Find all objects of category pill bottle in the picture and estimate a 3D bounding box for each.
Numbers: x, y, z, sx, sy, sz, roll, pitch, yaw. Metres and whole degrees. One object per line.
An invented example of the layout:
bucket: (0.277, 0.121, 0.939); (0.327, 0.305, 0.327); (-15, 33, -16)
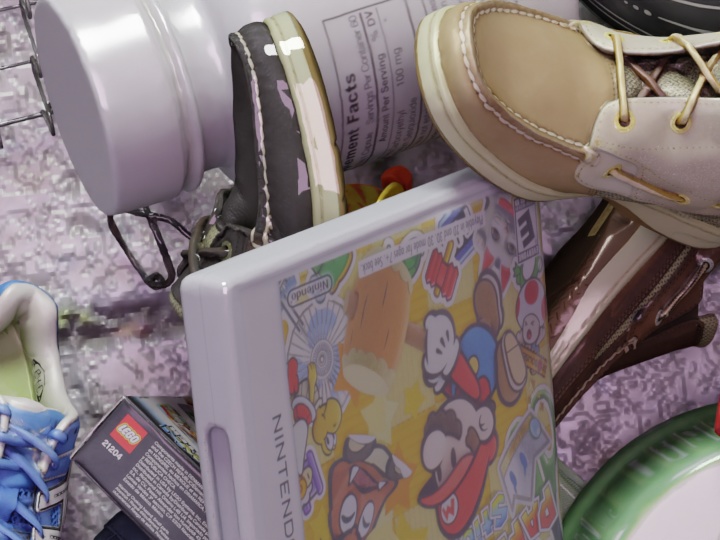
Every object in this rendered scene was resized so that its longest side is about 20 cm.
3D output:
pill bottle: (-0.023, -0.095, 0.804); (0.199, 0.114, 0.115); (-20, 88, -18)

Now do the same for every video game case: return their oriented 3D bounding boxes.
video game case: (0.014, 0.068, 0.707); (0.023, 0.200, 0.184); (3, 105, 33)

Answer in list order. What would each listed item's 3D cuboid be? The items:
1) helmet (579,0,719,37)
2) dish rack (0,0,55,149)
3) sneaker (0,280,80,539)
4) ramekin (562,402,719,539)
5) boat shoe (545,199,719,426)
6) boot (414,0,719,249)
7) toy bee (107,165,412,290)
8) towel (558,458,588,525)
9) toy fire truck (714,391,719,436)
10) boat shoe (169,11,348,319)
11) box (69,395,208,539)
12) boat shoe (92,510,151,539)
helmet: (0.163, -0.173, 0.812); (0.198, 0.200, 0.192); (-16, 96, -1)
dish rack: (-0.174, -0.110, 0.834); (0.198, 0.055, 0.155); (-14, 121, -12)
sneaker: (-0.155, 0.090, 0.803); (0.075, 0.077, 0.201); (16, 46, -28)
ramekin: (0.172, 0.153, 0.815); (0.198, 0.098, 0.202); (0, 87, 3)
boat shoe: (0.122, 0.012, 0.863); (0.075, 0.075, 0.203); (36, 89, -8)
boot: (0.132, -0.071, 0.724); (0.199, 0.154, 0.073); (18, 63, -41)
toy bee: (0.000, 0.000, 0.846); (0.108, 0.131, 0.200); (-37, 76, -26)
towel: (0.111, 0.200, 0.875); (0.200, 0.031, 0.149); (41, 87, 2)
toy fire truck: (0.235, 0.006, 0.781); (0.140, 0.049, 0.201); (29, 63, 1)
boat shoe: (-0.037, 0.009, 0.732); (0.065, 0.072, 0.203); (-8, 109, -7)
box: (-0.024, 0.131, 0.824); (0.200, 0.110, 0.035); (43, 94, 10)
boat shoe: (-0.046, 0.181, 0.846); (0.200, 0.075, 0.062); (43, 74, -12)
